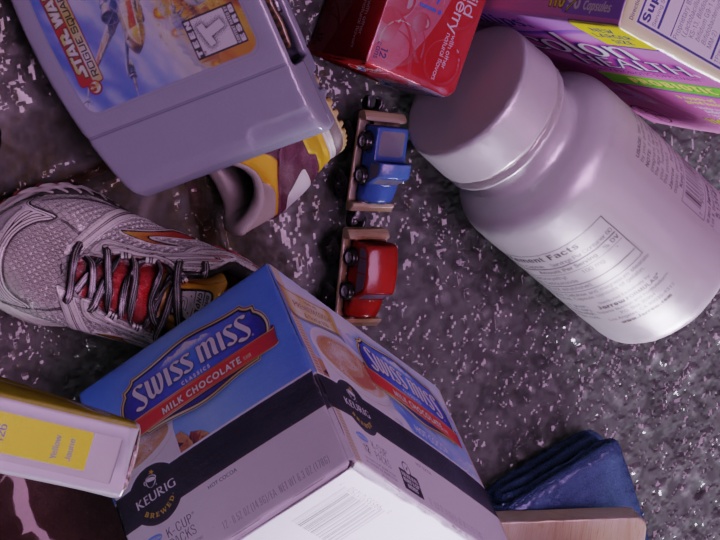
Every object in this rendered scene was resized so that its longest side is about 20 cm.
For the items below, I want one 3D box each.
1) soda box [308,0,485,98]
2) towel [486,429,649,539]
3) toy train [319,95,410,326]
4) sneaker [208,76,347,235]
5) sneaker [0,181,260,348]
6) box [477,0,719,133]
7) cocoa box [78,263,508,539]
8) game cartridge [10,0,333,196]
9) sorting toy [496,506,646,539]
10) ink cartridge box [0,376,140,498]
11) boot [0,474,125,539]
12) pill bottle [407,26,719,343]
[{"bbox_3d":[0.043,-0.204,1.253,0.070,0.063,0.201,19,89,-36],"label":"soda box"},{"bbox_3d":[0.139,0.208,1.416,0.111,0.048,0.201,-27,115,-24],"label":"towel"},{"bbox_3d":[0.000,0.000,1.277,0.034,0.046,0.202,1,99,-34],"label":"toy train"},{"bbox_3d":[-0.088,-0.108,1.178,0.090,0.075,0.200,-47,120,-17],"label":"sneaker"},{"bbox_3d":[-0.113,0.004,1.180,0.199,0.082,0.078,13,93,-35],"label":"sneaker"},{"bbox_3d":[0.177,-0.154,1.285,0.199,0.176,0.097,24,86,-36],"label":"box"},{"bbox_3d":[-0.030,0.113,1.173,0.133,0.132,0.200,-33,145,14],"label":"cocoa box"},{"bbox_3d":[-0.110,-0.142,1.120,0.201,0.132,0.042,65,20,-13],"label":"game cartridge"},{"bbox_3d":[0.080,0.252,1.334,0.197,0.070,0.201,0,106,-21],"label":"sorting toy"},{"bbox_3d":[-0.236,0.054,1.036,0.199,0.197,0.047,20,86,-36],"label":"ink cartridge box"},{"bbox_3d":[-0.121,0.156,1.212,0.199,0.072,0.168,-12,109,-28],"label":"boot"},{"bbox_3d":[0.124,-0.052,1.309,0.200,0.114,0.115,38,79,-34],"label":"pill bottle"}]
